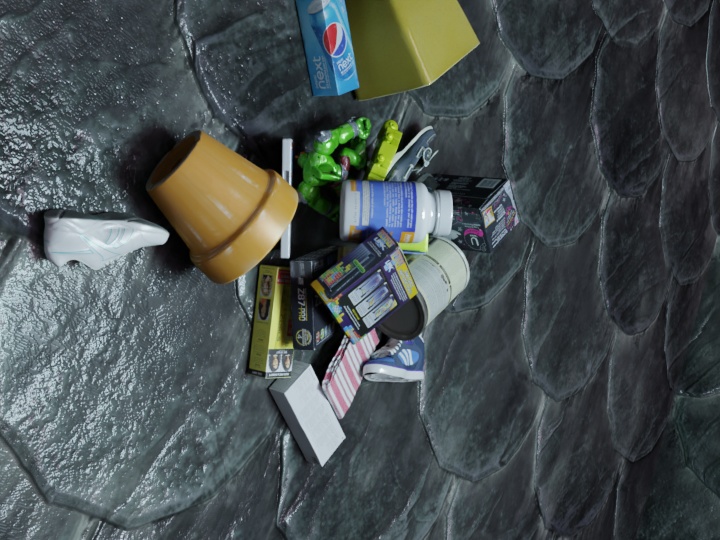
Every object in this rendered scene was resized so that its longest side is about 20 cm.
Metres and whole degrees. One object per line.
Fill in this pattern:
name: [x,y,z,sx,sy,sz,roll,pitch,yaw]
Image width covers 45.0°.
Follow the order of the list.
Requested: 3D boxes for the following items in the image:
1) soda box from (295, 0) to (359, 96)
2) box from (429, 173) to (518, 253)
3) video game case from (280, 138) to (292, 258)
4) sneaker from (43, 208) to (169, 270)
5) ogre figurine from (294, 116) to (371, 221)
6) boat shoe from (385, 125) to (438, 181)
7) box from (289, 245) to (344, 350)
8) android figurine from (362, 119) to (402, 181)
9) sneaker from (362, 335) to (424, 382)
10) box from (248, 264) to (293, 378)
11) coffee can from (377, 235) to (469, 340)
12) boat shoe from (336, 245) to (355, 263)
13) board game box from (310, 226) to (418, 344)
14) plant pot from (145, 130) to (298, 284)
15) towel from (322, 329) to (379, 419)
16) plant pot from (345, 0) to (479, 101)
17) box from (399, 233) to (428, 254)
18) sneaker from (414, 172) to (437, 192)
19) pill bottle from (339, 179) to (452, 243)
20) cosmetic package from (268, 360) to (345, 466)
soda box: [-0.062,-0.428,1.599,0.064,0.067,0.202,-32,119,-43]
box: [0.221,-0.125,1.883,0.132,0.199,0.116,-43,128,-36]
video game case: [-0.130,-0.130,1.536,0.143,0.017,0.202,-115,-153,-82]
sneaker: [-0.380,-0.045,1.296,0.199,0.070,0.081,0,105,-44]
ogre figurine: [-0.054,-0.191,1.619,0.119,0.099,0.200,-1,138,-46]
boat shoe: [0.111,-0.233,1.811,0.062,0.075,0.200,39,46,3]
box: [-0.076,0.046,1.623,0.200,0.049,0.163,-28,117,-71]
android figurine: [0.031,-0.202,1.674,0.041,0.200,0.184,23,76,-4]
sneaker: [0.068,0.157,1.838,0.199,0.080,0.148,15,68,-53]
box: [-0.154,0.093,1.588,0.075,0.050,0.202,7,89,-52]
coffee can: [0.121,0.034,1.818,0.200,0.145,0.148,-39,124,-45]
boat shoe: [0.000,-0.003,1.682,0.201,0.062,0.074,60,32,-72]
board game box: [0.012,0.031,1.572,0.165,0.057,0.200,-39,152,-6]
plant pot: [-0.231,-0.113,1.375,0.183,0.199,0.201,43,63,-26]
towel: [-0.021,0.183,1.747,0.201,0.030,0.147,-64,155,-26]
plant pot: [0.075,-0.471,1.669,0.194,0.194,0.201,-44,119,-36]
box: [0.070,-0.061,1.704,0.200,0.120,0.048,-55,149,-86]
sneaker: [0.123,-0.139,1.792,0.073,0.082,0.200,-54,175,32]
pill bottle: [0.063,-0.106,1.576,0.112,0.198,0.113,-178,-90,-86]
cosmetic package: [-0.101,0.277,1.683,0.083,0.050,0.201,-45,127,-33]
